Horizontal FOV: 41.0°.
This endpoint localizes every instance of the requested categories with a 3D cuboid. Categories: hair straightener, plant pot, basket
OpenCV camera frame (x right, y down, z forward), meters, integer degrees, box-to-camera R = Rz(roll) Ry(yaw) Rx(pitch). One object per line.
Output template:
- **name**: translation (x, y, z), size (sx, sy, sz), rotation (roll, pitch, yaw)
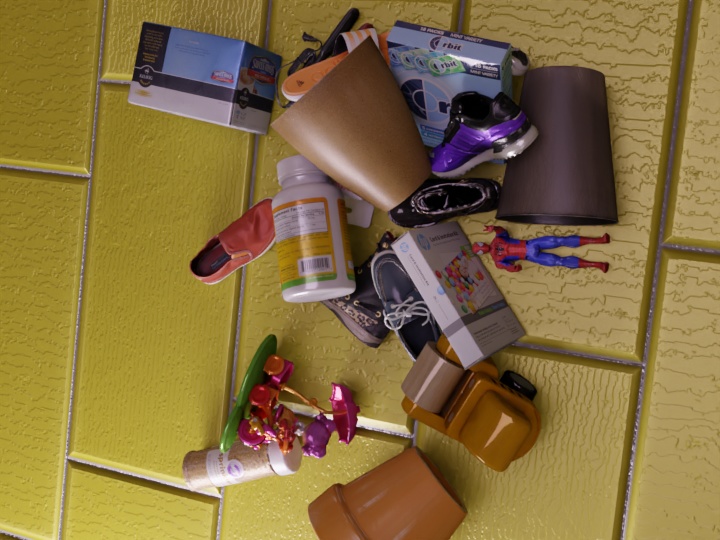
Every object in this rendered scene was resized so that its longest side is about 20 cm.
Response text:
- **hair straightener**: translation (-0.069, -0.338, 1.526), size (0.200, 0.041, 0.077), rotation (-45, 75, 22)
- **plant pot**: translation (0.007, -0.190, 1.352), size (0.186, 0.187, 0.201), rotation (-39, 100, 18)
- **basket**: translation (0.275, -0.170, 1.336), size (0.178, 0.135, 0.205), rotation (2, 87, 38)
- **plant pot**: translation (0.052, 0.366, 1.420), size (0.183, 0.200, 0.201), rotation (-41, 76, 1)

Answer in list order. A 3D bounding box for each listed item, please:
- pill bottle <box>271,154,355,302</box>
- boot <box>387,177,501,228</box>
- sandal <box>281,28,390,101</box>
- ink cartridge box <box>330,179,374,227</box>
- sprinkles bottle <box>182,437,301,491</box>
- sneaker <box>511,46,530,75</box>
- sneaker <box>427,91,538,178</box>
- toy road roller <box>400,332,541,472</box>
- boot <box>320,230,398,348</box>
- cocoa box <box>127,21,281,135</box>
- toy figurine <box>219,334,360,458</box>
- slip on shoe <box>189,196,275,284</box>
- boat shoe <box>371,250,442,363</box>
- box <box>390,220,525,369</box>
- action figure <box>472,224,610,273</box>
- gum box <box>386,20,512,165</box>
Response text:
- **pill bottle**: translation (-0.072, -0.062, 1.416), size (0.109, 0.111, 0.204), rotation (-11, 81, 22)
- **boot**: translation (0.107, -0.102, 1.379), size (0.196, 0.174, 0.071), rotation (-10, 91, 22)
- **sandal**: translation (-0.026, -0.317, 1.446), size (0.204, 0.060, 0.080), rotation (-25, 54, -7)
- **ink cartridge box**: translation (-0.024, -0.177, 1.490), size (0.114, 0.067, 0.204), rotation (14, 96, 21)
- **sprinkles bottle**: translation (-0.194, 0.312, 1.573), size (0.197, 0.068, 0.070), rotation (-15, 86, 22)
- **sneaker**: translation (0.164, -0.286, 1.390), size (0.198, 0.074, 0.083), rotation (17, 108, 49)
- **sneaker**: translation (0.149, -0.197, 1.322), size (0.100, 0.070, 0.199), rotation (50, 147, -18)
- **toy road roller**: translation (0.163, 0.195, 1.358), size (0.198, 0.146, 0.124), rotation (29, 103, -11)
- **boot**: translation (0.000, 0.000, 1.482), size (0.200, 0.073, 0.151), rotation (46, 108, 11)
- **cocoa box**: translation (-0.248, -0.308, 1.543), size (0.197, 0.133, 0.134), rotation (15, 96, 21)
- **toy figurine**: translation (-0.095, 0.223, 1.487), size (0.181, 0.151, 0.202), rotation (21, 58, 9)
- **slip on shoe**: translation (-0.201, -0.046, 1.571), size (0.199, 0.061, 0.075), rotation (-37, 77, 18)
- **boat shoe**: translation (0.072, 0.066, 1.419), size (0.074, 0.062, 0.203), rotation (-19, 109, 8)
- **box**: translation (0.143, 0.029, 1.378), size (0.041, 0.155, 0.202), rotation (-38, 77, 30)
- **action figure**: translation (0.247, -0.029, 1.370), size (0.196, 0.099, 0.067), rotation (2, 91, 25)
- **gum box**: translation (0.130, -0.248, 1.362), size (0.167, 0.201, 0.045), rotation (18, 60, 20)
